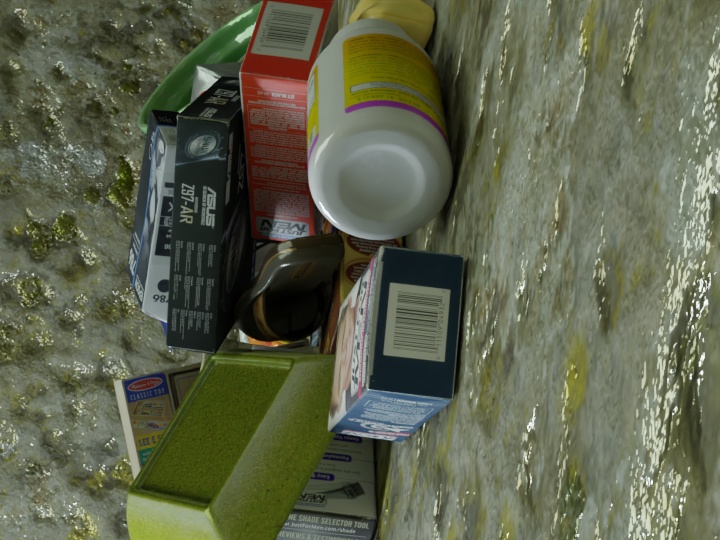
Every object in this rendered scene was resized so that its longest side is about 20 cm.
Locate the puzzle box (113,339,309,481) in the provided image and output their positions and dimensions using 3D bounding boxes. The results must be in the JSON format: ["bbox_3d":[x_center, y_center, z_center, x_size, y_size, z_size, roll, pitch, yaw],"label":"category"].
[{"bbox_3d":[-0.128,0.149,1.641,0.025,0.200,0.133,-17,85,63],"label":"puzzle box"}]

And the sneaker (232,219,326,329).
[{"bbox_3d":[-0.082,-0.011,1.625,0.112,0.200,0.073,-88,-16,-56],"label":"sneaker"}]

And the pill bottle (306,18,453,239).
[{"bbox_3d":[0.012,-0.115,1.280,0.200,0.104,0.104,-93,12,-57],"label":"pill bottle"}]

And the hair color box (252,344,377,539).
[{"bbox_3d":[-0.046,0.154,1.444,0.200,0.109,0.065,-92,11,-54],"label":"hair color box"}]

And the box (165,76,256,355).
[{"bbox_3d":[-0.121,-0.050,1.441,0.160,0.043,0.200,-64,-19,-71],"label":"box"}]

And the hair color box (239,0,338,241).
[{"bbox_3d":[-0.057,-0.128,1.441,0.200,0.064,0.111,92,-171,-51],"label":"hair color box"}]

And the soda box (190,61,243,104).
[{"bbox_3d":[-0.064,-0.156,1.589,0.063,0.200,0.068,27,116,39],"label":"soda box"}]

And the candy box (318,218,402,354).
[{"bbox_3d":[0.000,0.000,1.456,0.117,0.056,0.200,106,168,-47],"label":"candy box"}]

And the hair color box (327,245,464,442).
[{"bbox_3d":[0.021,0.056,1.199,0.200,0.060,0.100,120,157,-74],"label":"hair color box"}]

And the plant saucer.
[{"bbox_3d":[-0.104,0.138,1.365,0.200,0.048,0.200,0,54,56],"label":"plant saucer"}]

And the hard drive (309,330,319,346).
[{"bbox_3d":[-0.023,0.006,1.722,0.140,0.033,0.200,127,150,-76],"label":"hard drive"}]

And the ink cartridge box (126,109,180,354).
[{"bbox_3d":[-0.179,-0.035,1.534,0.099,0.039,0.200,-126,42,-63],"label":"ink cartridge box"}]

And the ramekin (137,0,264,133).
[{"bbox_3d":[-0.128,-0.184,1.797,0.200,0.098,0.200,-36,21,16],"label":"ramekin"}]

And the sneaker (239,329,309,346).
[{"bbox_3d":[-0.097,-0.003,1.773,0.077,0.073,0.200,-22,83,35],"label":"sneaker"}]

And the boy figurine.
[{"bbox_3d":[0.018,-0.189,1.478,0.200,0.064,0.125,119,158,-70],"label":"boy figurine"}]

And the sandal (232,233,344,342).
[{"bbox_3d":[-0.052,0.027,1.406,0.200,0.082,0.055,128,127,-62],"label":"sandal"}]

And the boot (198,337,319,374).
[{"bbox_3d":[-0.091,0.161,1.600,0.073,0.155,0.200,-111,29,-74],"label":"boot"}]
